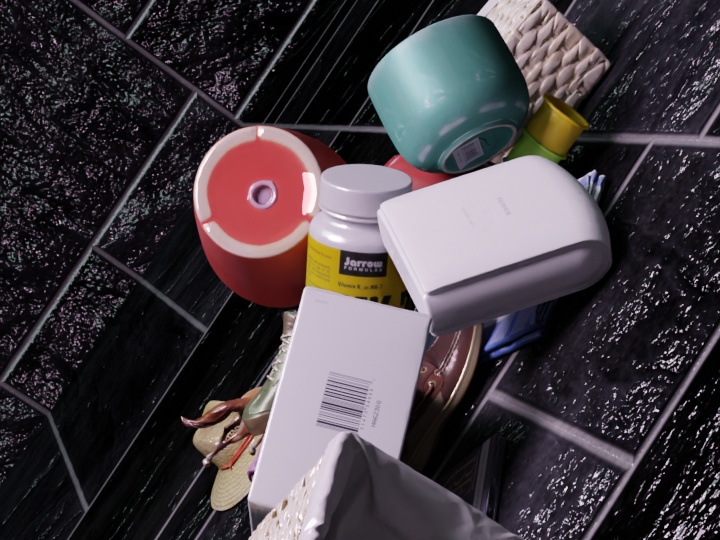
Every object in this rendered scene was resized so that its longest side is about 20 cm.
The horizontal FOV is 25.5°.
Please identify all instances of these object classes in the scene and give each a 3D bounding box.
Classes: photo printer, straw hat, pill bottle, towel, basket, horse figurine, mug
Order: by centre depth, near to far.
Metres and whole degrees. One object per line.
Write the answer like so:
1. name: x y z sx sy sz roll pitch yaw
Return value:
1. basket: 0.005 0.273 1.225 0.161 0.199 0.199 -45 18 37
2. photo printer: 0.132 -0.030 1.511 0.198 0.070 0.167 -17 39 -6
3. towel: 0.173 -0.001 1.606 0.147 0.024 0.201 -32 28 57
4. pill bottle: 0.000 0.000 1.638 0.114 0.113 0.202 -101 13 -69
5. mug: 0.110 -0.173 1.647 0.184 0.115 0.152 -10 -25 -37
6. basket: 0.173 -0.216 1.824 0.200 0.135 0.123 -50 19 4
7. horse figurine: -0.112 0.177 1.872 0.133 0.199 0.050 -50 54 24
8. straw hat: -0.171 0.212 2.071 0.201 0.085 0.202 -49 16 20

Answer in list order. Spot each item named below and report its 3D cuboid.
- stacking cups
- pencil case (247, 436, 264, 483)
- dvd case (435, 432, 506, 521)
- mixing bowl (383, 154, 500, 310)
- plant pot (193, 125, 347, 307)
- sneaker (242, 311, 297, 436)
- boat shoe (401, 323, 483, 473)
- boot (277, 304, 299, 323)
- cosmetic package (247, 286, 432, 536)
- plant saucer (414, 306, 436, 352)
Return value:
1. stacking cups: 0.157 -0.090 1.672 0.201 0.060 0.061 -53 15 19
2. pencil case: -0.051 0.169 1.817 0.087 0.087 0.201 -23 35 62
3. dvd case: 0.058 0.251 1.445 0.200 0.016 0.149 -44 19 35
4. mixing bowl: 0.062 -0.059 1.757 0.201 0.108 0.200 -54 -12 -16
5. plant pot: -0.097 -0.069 1.745 0.201 0.199 0.177 -56 -9 -4
6. sneaker: -0.067 0.086 1.757 0.200 0.090 0.067 -39 16 -13
7. boat shoe: 0.056 0.120 1.585 0.201 0.072 0.072 -63 15 -5
8. boot: -0.068 0.024 1.919 0.073 0.152 0.200 -30 -16 12
9. cosmetic package: -0.020 0.152 1.436 0.200 0.122 0.201 93 -169 -67
10. plant saucer: 0.095 0.025 1.638 0.202 0.069 0.019 -67 18 -6
